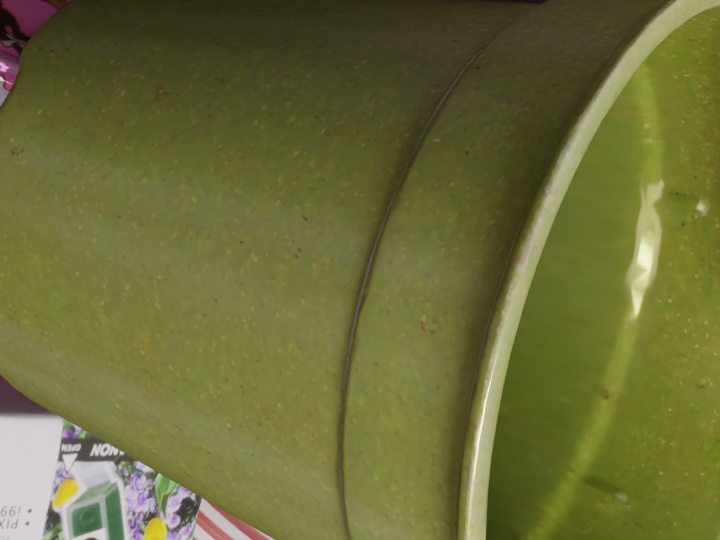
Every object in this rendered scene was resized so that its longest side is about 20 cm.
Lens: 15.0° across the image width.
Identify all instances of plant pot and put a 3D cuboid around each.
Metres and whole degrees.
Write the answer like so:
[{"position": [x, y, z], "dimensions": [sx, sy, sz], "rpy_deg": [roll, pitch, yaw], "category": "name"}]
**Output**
[{"position": [0.000, 0.000, 0.739], "dimensions": [0.189, 0.200, 0.201], "rpy_deg": [16, 135, 29], "category": "plant pot"}]

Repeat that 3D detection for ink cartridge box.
[{"position": [-0.120, 0.131, 0.873], "dimensions": [0.108, 0.050, 0.201], "rpy_deg": [2, 107, -36], "category": "ink cartridge box"}]

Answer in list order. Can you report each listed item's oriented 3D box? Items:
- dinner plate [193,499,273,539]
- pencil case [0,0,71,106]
[{"position": [-0.007, 0.067, 0.914], "dimensions": [0.199, 0.024, 0.201], "rpy_deg": [21, 146, 15], "category": "dinner plate"}, {"position": [-0.128, -0.021, 0.864], "dimensions": [0.082, 0.087, 0.201], "rpy_deg": [-3, 140, -27], "category": "pencil case"}]
